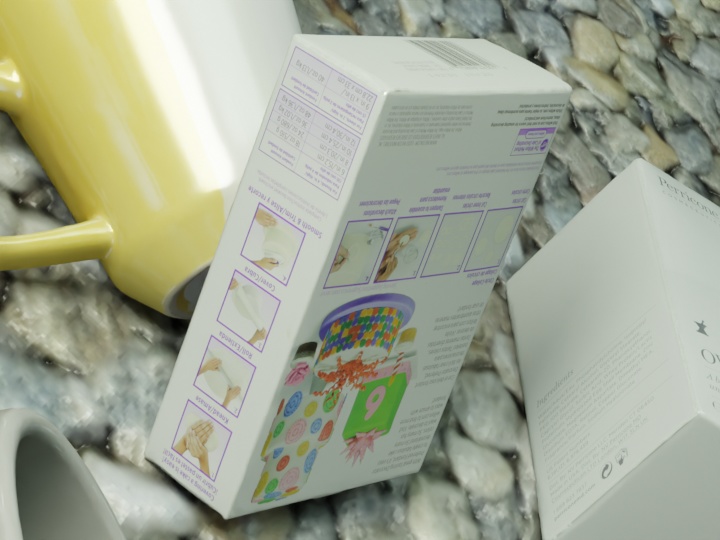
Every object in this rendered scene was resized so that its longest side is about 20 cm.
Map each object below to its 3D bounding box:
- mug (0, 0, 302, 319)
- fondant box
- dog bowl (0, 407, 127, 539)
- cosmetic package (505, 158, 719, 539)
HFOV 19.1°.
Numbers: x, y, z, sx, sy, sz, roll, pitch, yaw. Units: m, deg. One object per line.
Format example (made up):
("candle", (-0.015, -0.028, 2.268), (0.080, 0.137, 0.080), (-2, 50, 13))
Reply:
("mug", (-0.097, -0.056, 0.980), (0.149, 0.186, 0.154), (57, 8, -74))
("fondant box", (0.000, 0.000, 0.927), (0.058, 0.201, 0.144), (31, 21, 30))
("dog bowl", (-0.102, 0.136, 0.688), (0.200, 0.058, 0.201), (-22, 90, -86))
("cosmetic package", (0.198, 0.079, 1.153), (0.199, 0.123, 0.201), (28, 33, -26))
